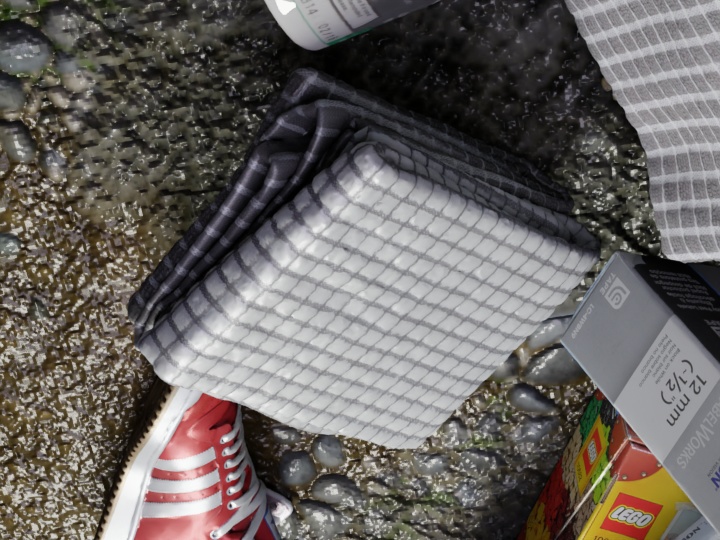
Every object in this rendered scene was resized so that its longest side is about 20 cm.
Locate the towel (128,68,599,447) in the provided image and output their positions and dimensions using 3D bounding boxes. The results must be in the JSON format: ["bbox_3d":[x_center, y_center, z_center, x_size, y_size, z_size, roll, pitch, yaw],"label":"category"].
[{"bbox_3d":[0.000,0.000,0.827,0.200,0.086,0.166,19,123,-45],"label":"towel"}]

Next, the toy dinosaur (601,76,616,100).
[{"bbox_3d":[0.224,-0.102,0.823,0.200,0.058,0.101,-23,116,13],"label":"toy dinosaur"}]

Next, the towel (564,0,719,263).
[{"bbox_3d":[0.173,-0.085,0.717,0.086,0.200,0.166,-34,101,-17],"label":"towel"}]

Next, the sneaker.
[{"bbox_3d":[-0.076,0.113,0.941,0.112,0.071,0.200,21,126,-7],"label":"sneaker"}]

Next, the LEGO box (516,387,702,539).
[{"bbox_3d":[0.208,0.159,0.963,0.200,0.077,0.149,18,119,-10],"label":"LEGO box"}]

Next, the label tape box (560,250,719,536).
[{"bbox_3d":[0.210,0.079,0.806,0.143,0.200,0.066,8,121,-37],"label":"label tape box"}]

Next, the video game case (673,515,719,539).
[{"bbox_3d":[0.212,0.223,0.908,0.182,0.023,0.200,-40,115,-3],"label":"video game case"}]

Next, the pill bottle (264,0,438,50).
[{"bbox_3d":[0.045,-0.185,0.743,0.200,0.113,0.113,-21,118,13],"label":"pill bottle"}]
